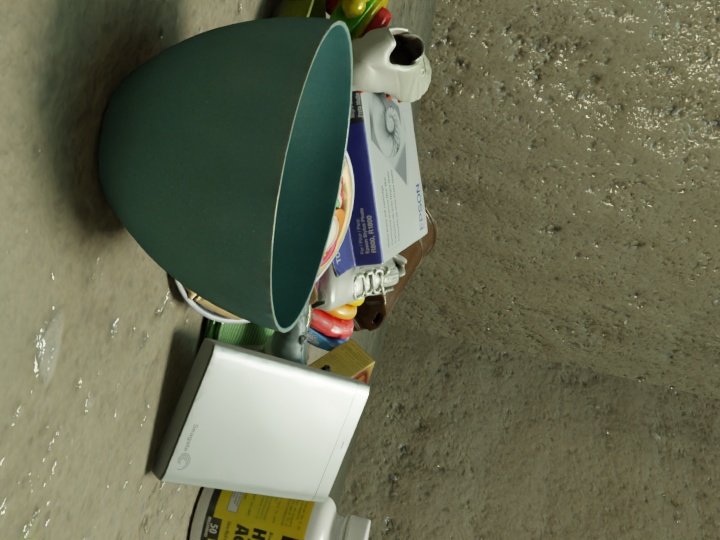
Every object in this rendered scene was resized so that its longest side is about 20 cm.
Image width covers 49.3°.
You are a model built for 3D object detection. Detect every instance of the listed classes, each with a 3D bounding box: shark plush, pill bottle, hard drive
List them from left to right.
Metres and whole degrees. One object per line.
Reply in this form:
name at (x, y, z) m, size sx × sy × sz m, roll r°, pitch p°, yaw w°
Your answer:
hard drive at (-0.089, 0.153, 0.768) m, size 0.198 × 0.027 × 0.134 m, roll 22°, pitch 91°, yaw -40°
pill bottle at (-0.092, 0.311, 0.925) m, size 0.111 × 0.197 × 0.113 m, roll 11°, pitch 90°, yaw -84°
shark plush at (-0.062, 0.104, 0.841) m, size 0.090 × 0.082 × 0.203 m, roll 1°, pitch 103°, yaw -60°

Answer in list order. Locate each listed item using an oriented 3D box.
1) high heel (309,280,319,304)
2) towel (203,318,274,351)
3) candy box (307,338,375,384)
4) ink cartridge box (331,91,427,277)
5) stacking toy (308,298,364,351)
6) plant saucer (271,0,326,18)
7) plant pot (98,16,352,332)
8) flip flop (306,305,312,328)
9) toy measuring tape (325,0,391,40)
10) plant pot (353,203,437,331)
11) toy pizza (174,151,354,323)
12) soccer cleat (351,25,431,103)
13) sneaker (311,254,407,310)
high heel at (-0.064, -0.062, 0.808) m, size 0.202 × 0.066 × 0.097 m, roll 76°, pitch 11°, yaw -47°
towel at (-0.122, 0.105, 0.843) m, size 0.152 × 0.023 × 0.203 m, roll 5°, pitch 98°, yaw -60°
candy box at (-0.074, 0.188, 1.048) m, size 0.199 × 0.056 × 0.118 m, roll -29°, pitch 148°, yaw -37°
ink cartridge box at (0.016, -0.114, 0.902) m, size 0.200 × 0.040 × 0.203 m, roll -34°, pitch 118°, yaw -59°
stacking toy at (-0.021, 0.005, 1.103) m, size 0.201 × 0.115 × 0.110 m, roll -55°, pitch -179°, yaw 15°
plant saucer at (-0.081, -0.172, 0.831) m, size 0.200 × 0.047 × 0.203 m, roll 88°, pitch 14°, yaw -65°
plant pot at (-0.092, -0.072, 0.522) m, size 0.200 × 0.133 × 0.204 m, roll 12°, pitch 90°, yaw -83°
flip flop at (-0.113, 0.087, 0.929) m, size 0.058 × 0.080 × 0.203 m, roll 17°, pitch 90°, yaw -77°
toy measuring tape at (-0.001, -0.282, 0.886) m, size 0.200 × 0.072 × 0.075 m, roll -83°, pitch -176°, yaw -88°
plant pot at (0.008, -0.019, 1.340) m, size 0.202 × 0.197 × 0.200 m, roll 94°, pitch 18°, yaw -49°
toy pizza at (-0.076, -0.038, 0.694) m, size 0.199 × 0.032 × 0.203 m, roll -26°, pitch 133°, yaw -32°
soccer cleat at (0.045, -0.225, 0.850) m, size 0.199 × 0.077 × 0.070 m, roll -23°, pitch 88°, yaw -61°
sneaker at (0.000, 0.000, 0.962) m, size 0.200 × 0.086 × 0.076 m, roll -42°, pitch 147°, yaw -61°
